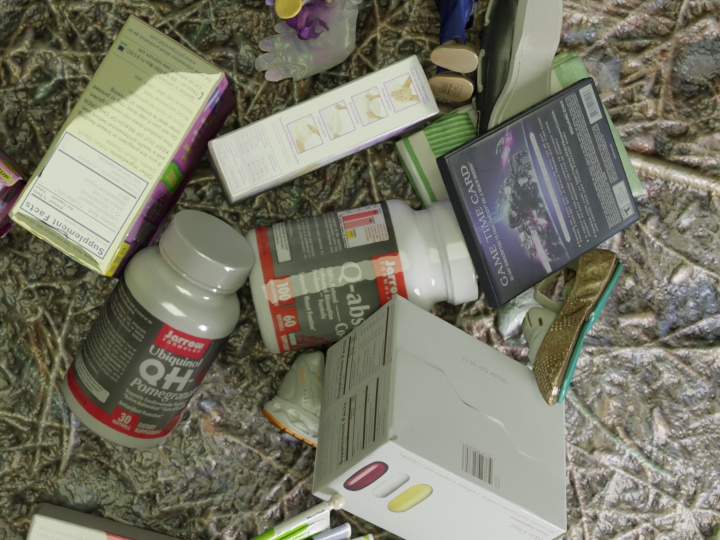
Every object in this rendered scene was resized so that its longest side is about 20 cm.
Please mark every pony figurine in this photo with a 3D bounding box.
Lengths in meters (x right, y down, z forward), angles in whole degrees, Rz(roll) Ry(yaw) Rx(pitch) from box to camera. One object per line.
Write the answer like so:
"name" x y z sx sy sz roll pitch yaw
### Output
"pony figurine" -0.025 -0.263 1.489 0.191 0.200 0.168 -12 98 10

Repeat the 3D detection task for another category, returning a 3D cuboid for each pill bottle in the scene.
"pill bottle" 0.000 0.000 1.505 0.198 0.116 0.117 -12 91 -1
"pill bottle" -0.174 0.049 1.462 0.110 0.111 0.201 31 114 -5

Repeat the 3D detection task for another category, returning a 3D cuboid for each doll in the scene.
"doll" 0.091 -0.251 1.515 0.048 0.137 0.202 8 57 1

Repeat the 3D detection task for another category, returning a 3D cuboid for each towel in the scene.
"towel" 0.149 -0.099 1.573 0.199 0.023 0.154 -26 93 -6

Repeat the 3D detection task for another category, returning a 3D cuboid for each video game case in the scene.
"video game case" 0.165 -0.073 1.503 0.199 0.019 0.144 -29 104 -33

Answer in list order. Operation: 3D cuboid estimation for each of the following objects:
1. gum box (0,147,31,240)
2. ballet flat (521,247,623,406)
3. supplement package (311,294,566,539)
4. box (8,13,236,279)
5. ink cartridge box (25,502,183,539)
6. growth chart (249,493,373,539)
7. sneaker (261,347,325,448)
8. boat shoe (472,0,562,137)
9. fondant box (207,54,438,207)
"gum box" -0.345 -0.090 1.435 0.113 0.200 0.066 43 87 -3
"ballet flat" 0.183 0.045 1.517 0.065 0.200 0.071 23 131 9
"supplement package" 0.072 0.148 1.457 0.199 0.111 0.157 29 45 -25
"box" -0.202 -0.101 1.458 0.096 0.176 0.201 32 87 0
"ink cartridge box" -0.251 0.329 1.505 0.145 0.083 0.202 15 89 -5
"growth chart" -0.034 0.286 1.410 0.144 0.018 0.202 -29 117 -21
"sneaker" 0.014 0.140 1.536 0.199 0.076 0.093 27 83 -6
"boat shoe" 0.134 -0.171 1.529 0.073 0.060 0.202 6 94 -43
"fondant box" -0.037 -0.123 1.493 0.198 0.144 0.059 -24 92 -5
